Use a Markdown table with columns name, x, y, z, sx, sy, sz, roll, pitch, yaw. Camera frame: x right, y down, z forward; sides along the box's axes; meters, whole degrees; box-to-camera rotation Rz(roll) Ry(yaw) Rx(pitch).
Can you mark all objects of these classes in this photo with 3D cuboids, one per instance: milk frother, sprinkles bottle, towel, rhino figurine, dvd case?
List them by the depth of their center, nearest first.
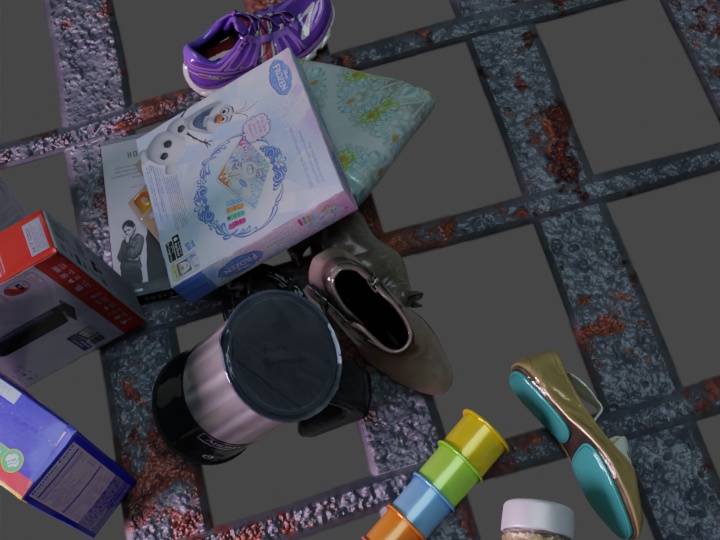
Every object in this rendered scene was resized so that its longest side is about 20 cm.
| name | x | y | z | sx | sy | sz | roll | pitch | yaw |
| --- | --- | --- | --- | --- | --- | --- | --- | --- | --- |
| sprinkles bottle | 0.152 | 0.313 | 0.890 | 0.067 | 0.069 | 0.204 | 7 | 67 | 6 |
| milk frother | -0.092 | 0.064 | 0.944 | 0.178 | 0.188 | 0.204 | 0 | 70 | -33 |
| rhino figurine | 0.000 | 0.000 | 1.042 | 0.087 | 0.060 | 0.200 | -37 | 72 | -16 |
| towel | -0.041 | -0.156 | 1.083 | 0.197 | 0.049 | 0.172 | 19 | 59 | 28 |
| dvd case | -0.208 | -0.069 | 1.103 | 0.147 | 0.025 | 0.203 | -12 | 66 | -2 |

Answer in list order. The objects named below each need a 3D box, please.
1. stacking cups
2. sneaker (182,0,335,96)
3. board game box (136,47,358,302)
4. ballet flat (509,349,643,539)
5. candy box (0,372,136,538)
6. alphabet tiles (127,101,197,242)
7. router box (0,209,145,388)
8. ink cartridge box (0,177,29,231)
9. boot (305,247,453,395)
| name | x | y | z | sx | sy | sz | roll | pitch | yaw |
| --- | --- | --- | --- | --- | --- | --- | --- | --- | --- |
| stacking cups | 0.056 | 0.223 | 0.939 | 0.060 | 0.061 | 0.200 | 40 | 74 | 18 |
| sneaker | -0.117 | -0.273 | 1.155 | 0.198 | 0.084 | 0.081 | -32 | 68 | -12 |
| board game box | -0.122 | -0.100 | 1.009 | 0.197 | 0.043 | 0.202 | -28 | 57 | 11 |
| ballet flat | 0.223 | 0.160 | 0.958 | 0.062 | 0.069 | 0.202 | -24 | 68 | -23 |
| candy box | -0.314 | 0.157 | 0.913 | 0.167 | 0.201 | 0.078 | 31 | 71 | 16 |
| alphabet tiles | -0.161 | -0.095 | 1.056 | 0.167 | 0.006 | 0.200 | -46 | 56 | 0 |
| router box | -0.328 | 0.042 | 0.953 | 0.177 | 0.200 | 0.049 | -29 | 66 | 1 |
| ink cartridge box | -0.418 | -0.030 | 1.001 | 0.057 | 0.201 | 0.163 | 38 | 73 | 16 |
| boot | 0.026 | 0.057 | 0.931 | 0.199 | 0.146 | 0.071 | 40 | 86 | -9 |
